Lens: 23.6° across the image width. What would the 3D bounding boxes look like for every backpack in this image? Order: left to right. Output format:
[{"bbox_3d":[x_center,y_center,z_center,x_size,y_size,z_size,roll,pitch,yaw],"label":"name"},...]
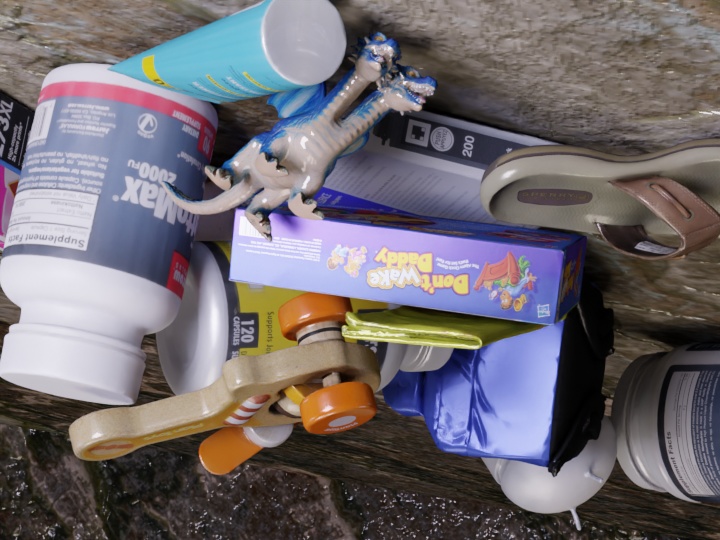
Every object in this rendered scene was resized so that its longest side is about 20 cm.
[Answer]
[{"bbox_3d":[0.116,0.064,1.362,0.167,0.164,0.200,11,180,21],"label":"backpack"}]

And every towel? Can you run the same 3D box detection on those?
[{"bbox_3d":[0.062,0.028,1.043,0.086,0.018,0.200,3,-176,20],"label":"towel"}]

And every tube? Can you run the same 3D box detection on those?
[{"bbox_3d":[-0.075,-0.119,0.984,0.077,0.051,0.200,20,170,-26],"label":"tube"}]

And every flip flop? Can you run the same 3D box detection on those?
[{"bbox_3d":[0.170,-0.036,1.025,0.199,0.058,0.081,2,142,1],"label":"flip flop"}]

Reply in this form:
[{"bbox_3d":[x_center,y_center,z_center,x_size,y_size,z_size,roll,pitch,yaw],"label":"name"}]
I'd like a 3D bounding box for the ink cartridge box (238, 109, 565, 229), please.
[{"bbox_3d":[0.021,-0.061,1.142,0.199,0.044,0.198,12,166,-12],"label":"ink cartridge box"}]

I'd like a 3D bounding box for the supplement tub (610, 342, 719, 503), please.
[{"bbox_3d":[0.332,0.132,1.496,0.140,0.141,0.199,22,163,-40],"label":"supplement tub"}]

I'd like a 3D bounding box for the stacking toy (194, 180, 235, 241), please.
[{"bbox_3d":[-0.143,-0.018,1.331,0.146,0.147,0.199,23,177,-43],"label":"stacking toy"}]

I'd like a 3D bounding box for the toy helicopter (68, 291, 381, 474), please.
[{"bbox_3d":[-0.084,0.086,1.094,0.199,0.079,0.132,-14,160,-5],"label":"toy helicopter"}]

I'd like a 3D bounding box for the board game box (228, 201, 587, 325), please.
[{"bbox_3d":[0.034,-0.008,1.073,0.199,0.045,0.134,8,-174,13],"label":"board game box"}]

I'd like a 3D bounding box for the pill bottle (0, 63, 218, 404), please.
[{"bbox_3d":[-0.167,-0.021,1.117,0.119,0.201,0.120,10,168,2],"label":"pill bottle"}]

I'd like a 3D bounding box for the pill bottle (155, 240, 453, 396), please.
[{"bbox_3d":[-0.036,0.034,1.214,0.199,0.113,0.112,-1,174,-28],"label":"pill bottle"}]

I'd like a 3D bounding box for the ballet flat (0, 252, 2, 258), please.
[{"bbox_3d":[-0.278,-0.038,1.439,0.199,0.072,0.072,13,167,-13],"label":"ballet flat"}]

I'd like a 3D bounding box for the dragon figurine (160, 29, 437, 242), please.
[{"bbox_3d":[-0.034,-0.074,0.990,0.059,0.100,0.200,47,151,-15],"label":"dragon figurine"}]

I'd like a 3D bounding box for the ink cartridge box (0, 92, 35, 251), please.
[{"bbox_3d":[-0.248,-0.065,1.226,0.037,0.095,0.200,3,165,30],"label":"ink cartridge box"}]

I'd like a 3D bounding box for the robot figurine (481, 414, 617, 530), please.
[{"bbox_3d":[0.152,0.132,1.529,0.112,0.200,0.170,-22,144,-16],"label":"robot figurine"}]
